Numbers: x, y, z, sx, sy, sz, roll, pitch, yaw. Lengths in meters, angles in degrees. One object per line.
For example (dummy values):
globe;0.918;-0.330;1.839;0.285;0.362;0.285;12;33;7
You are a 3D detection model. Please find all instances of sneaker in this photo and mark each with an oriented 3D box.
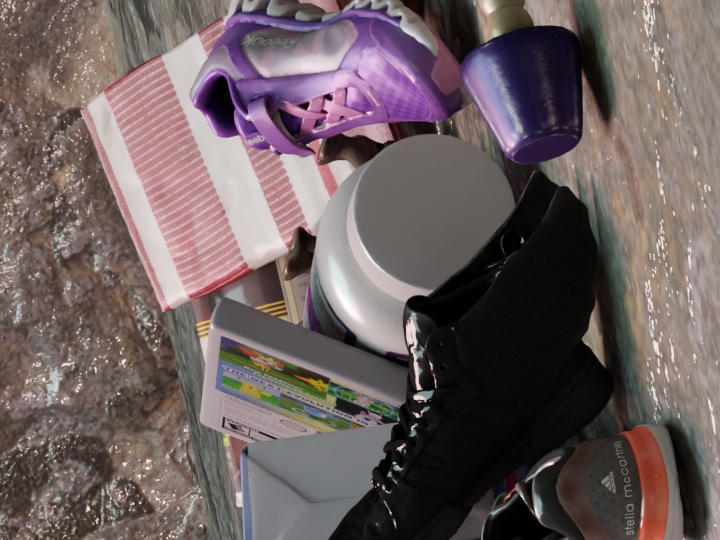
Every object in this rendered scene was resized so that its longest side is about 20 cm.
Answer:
sneaker;0.092;0.115;1.387;0.200;0.081;0.078;108;155;-70
sneaker;-0.022;-0.098;1.612;0.200;0.089;0.081;12;144;50
sneaker;0.041;0.054;1.395;0.104;0.199;0.060;54;175;-22

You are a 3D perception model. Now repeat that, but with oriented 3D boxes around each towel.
towel;-0.067;-0.078;1.774;0.023;0.199;0.145;-9;-106;-59

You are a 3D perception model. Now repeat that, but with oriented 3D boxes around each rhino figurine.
rhino figurine;0.000;0.000;1.718;0.060;0.087;0.201;-75;2;-51

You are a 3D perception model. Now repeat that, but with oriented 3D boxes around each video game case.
video game case;0.011;0.084;1.593;0.182;0.199;0.022;104;-172;-71

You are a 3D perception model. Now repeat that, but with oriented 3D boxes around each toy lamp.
toy lamp;0.059;-0.146;1.347;0.058;0.058;0.201;104;155;-71

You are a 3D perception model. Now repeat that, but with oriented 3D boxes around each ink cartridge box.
ink cartridge box;0.033;0.150;1.534;0.200;0.135;0.077;55;-151;-61

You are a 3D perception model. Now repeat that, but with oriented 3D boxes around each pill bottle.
pill bottle;0.029;0.002;1.555;0.200;0.111;0.113;105;151;-71

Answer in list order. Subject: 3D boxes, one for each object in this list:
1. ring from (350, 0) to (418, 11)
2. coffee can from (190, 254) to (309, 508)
ring;0.001;-0.210;1.731;0.200;0.019;0.202;168;90;-81
coffee can;-0.030;0.034;1.860;0.146;0.145;0.201;154;103;-81
